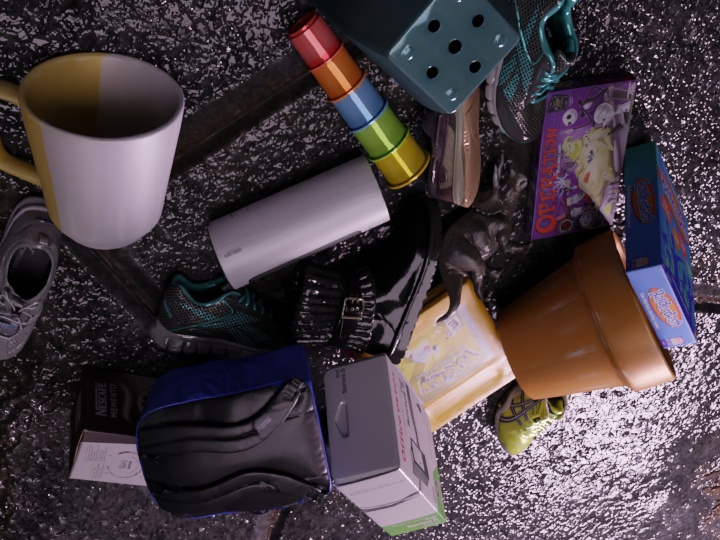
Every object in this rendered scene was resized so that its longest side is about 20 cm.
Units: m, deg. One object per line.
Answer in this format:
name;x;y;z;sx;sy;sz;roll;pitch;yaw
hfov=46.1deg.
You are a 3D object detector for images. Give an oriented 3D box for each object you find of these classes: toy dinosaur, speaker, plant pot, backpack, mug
toy dinosaur;0.140;-0.031;1.031;0.102;0.077;0.201;38;98;-8
speaker;-0.068;-0.056;0.953;0.197;0.082;0.082;-24;128;-2
plant pot;0.055;-0.242;0.786;0.140;0.201;0.141;33;110;-34
backpack;-0.142;0.179;0.942;0.196;0.168;0.166;-12;106;-4
plant pot;0.284;0.078;1.105;0.181;0.203;0.201;-25;130;20
mug;-0.262;-0.117;0.833;0.148;0.186;0.155;-30;147;-38

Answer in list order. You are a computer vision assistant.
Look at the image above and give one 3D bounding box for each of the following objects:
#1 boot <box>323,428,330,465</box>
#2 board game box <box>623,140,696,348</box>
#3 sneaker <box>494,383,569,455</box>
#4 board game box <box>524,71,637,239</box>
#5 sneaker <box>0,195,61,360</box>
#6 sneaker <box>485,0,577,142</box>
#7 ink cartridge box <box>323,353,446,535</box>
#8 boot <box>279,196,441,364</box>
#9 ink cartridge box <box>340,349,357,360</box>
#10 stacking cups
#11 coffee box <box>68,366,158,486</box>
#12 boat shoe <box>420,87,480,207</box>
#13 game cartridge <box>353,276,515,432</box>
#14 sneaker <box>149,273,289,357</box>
boot;-0.062;0.219;1.146;0.164;0.077;0.203;-7;133;-9
board game box;0.367;-0.033;1.041;0.044;0.203;0.152;-14;135;30
sneaker;0.256;0.201;1.241;0.074;0.077;0.203;3;124;-22
board game box;0.267;-0.137;1.041;0.117;0.033;0.203;-8;126;-7
sneaker;-0.372;0.021;0.903;0.073;0.082;0.202;13;119;-25
sneaker;0.186;-0.220;0.895;0.077;0.091;0.203;-31;133;-25
ink cartridge box;0.032;0.216;1.029;0.082;0.148;0.201;-16;144;12
boot;0.000;0.001;0.989;0.155;0.079;0.215;16;95;-16
ink cartridge box;0.029;0.084;1.112;0.095;0.037;0.199;-43;124;13
stacking cups;0.000;-0.179;0.889;0.060;0.061;0.201;-34;120;8
coffee box;-0.253;0.199;1.048;0.196;0.114;0.081;13;120;-26
boat shoe;0.097;-0.167;0.938;0.063;0.072;0.204;6;123;20
game cartridge;0.106;0.119;1.122;0.175;0.033;0.201;-34;125;3
sneaker;-0.147;0.050;1.007;0.196;0.078;0.093;3;118;-23
